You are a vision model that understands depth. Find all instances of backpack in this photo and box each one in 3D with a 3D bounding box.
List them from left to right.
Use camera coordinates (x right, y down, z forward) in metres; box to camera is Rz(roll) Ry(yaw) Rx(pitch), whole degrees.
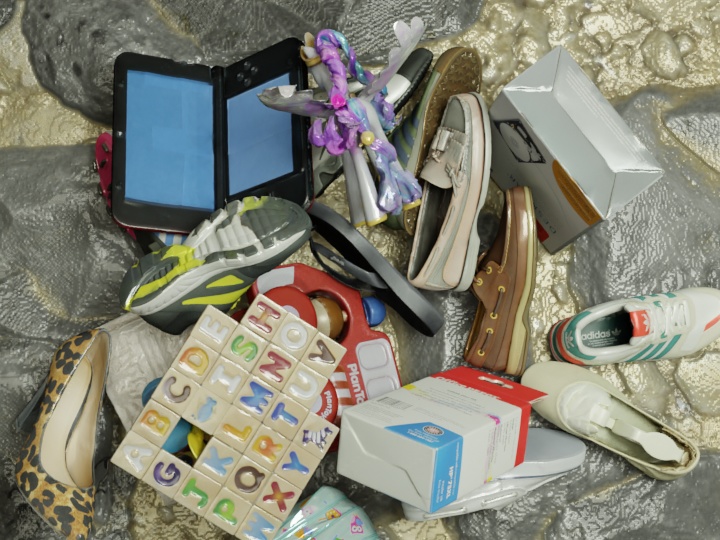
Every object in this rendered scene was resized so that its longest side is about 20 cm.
[{"bbox_3d":[-0.065,0.307,1.067,0.199,0.167,0.127,-35,80,-11],"label":"backpack"}]

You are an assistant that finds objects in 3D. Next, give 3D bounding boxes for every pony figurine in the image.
[{"bbox_3d":[-0.008,-0.144,1.043,0.166,0.193,0.201,-21,94,-7],"label":"pony figurine"}]

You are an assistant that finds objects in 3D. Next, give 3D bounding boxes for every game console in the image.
[{"bbox_3d":[-0.148,-0.142,1.108,0.172,0.118,0.201,-17,66,32],"label":"game console"}]

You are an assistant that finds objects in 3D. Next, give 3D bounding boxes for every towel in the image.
[{"bbox_3d":[-0.187,0.125,1.142,0.132,0.034,0.201,-28,85,-4],"label":"towel"}]

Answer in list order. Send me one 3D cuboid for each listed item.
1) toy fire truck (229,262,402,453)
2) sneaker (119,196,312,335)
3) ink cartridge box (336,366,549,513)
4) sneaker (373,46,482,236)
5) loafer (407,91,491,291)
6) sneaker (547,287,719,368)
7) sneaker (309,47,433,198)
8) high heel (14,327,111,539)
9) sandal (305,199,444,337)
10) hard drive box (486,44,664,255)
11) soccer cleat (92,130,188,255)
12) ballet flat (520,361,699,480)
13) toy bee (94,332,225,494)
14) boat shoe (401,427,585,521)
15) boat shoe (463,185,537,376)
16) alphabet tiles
[{"bbox_3d":[-0.040,0.091,1.121,0.167,0.112,0.201,-7,77,-31],"label":"toy fire truck"},{"bbox_3d":[-0.133,-0.004,1.069,0.199,0.085,0.075,-24,52,9],"label":"sneaker"},{"bbox_3d":[0.085,0.157,1.072,0.116,0.199,0.068,16,109,38],"label":"ink cartridge box"},{"bbox_3d":[0.056,-0.140,1.154,0.067,0.090,0.201,18,88,-42],"label":"sneaker"},{"bbox_3d":[0.085,-0.075,1.092,0.062,0.072,0.201,-2,105,-23],"label":"loafer"},{"bbox_3d":[0.297,0.060,1.134,0.198,0.093,0.071,-10,83,-3],"label":"sneaker"},{"bbox_3d":[-0.009,-0.178,1.164,0.088,0.074,0.200,44,83,2],"label":"sneaker"},{"bbox_3d":[-0.269,0.153,1.060,0.143,0.071,0.200,-51,44,14],"label":"high heel"},{"bbox_3d":[0.000,0.000,1.111,0.200,0.076,0.043,43,78,-2],"label":"sandal"},{"bbox_3d":[0.197,-0.112,1.098,0.077,0.200,0.156,-37,85,-8],"label":"hard drive box"},{"bbox_3d":[-0.209,-0.062,1.157,0.086,0.070,0.201,-19,72,-36],"label":"soccer cleat"},{"bbox_3d":[0.258,0.153,1.125,0.199,0.069,0.070,28,83,-5],"label":"ballet flat"},{"bbox_3d":[-0.168,0.150,1.083,0.108,0.200,0.132,26,46,-26],"label":"toy bee"},{"bbox_3d":[0.134,0.212,1.131,0.199,0.074,0.066,-7,113,-7],"label":"boat shoe"},{"bbox_3d":[0.142,0.012,1.120,0.067,0.072,0.201,4,110,3],"label":"boat shoe"},{"bbox_3d":[-0.105,0.132,1.013,0.167,0.008,0.201,33,84,-10],"label":"alphabet tiles"}]
